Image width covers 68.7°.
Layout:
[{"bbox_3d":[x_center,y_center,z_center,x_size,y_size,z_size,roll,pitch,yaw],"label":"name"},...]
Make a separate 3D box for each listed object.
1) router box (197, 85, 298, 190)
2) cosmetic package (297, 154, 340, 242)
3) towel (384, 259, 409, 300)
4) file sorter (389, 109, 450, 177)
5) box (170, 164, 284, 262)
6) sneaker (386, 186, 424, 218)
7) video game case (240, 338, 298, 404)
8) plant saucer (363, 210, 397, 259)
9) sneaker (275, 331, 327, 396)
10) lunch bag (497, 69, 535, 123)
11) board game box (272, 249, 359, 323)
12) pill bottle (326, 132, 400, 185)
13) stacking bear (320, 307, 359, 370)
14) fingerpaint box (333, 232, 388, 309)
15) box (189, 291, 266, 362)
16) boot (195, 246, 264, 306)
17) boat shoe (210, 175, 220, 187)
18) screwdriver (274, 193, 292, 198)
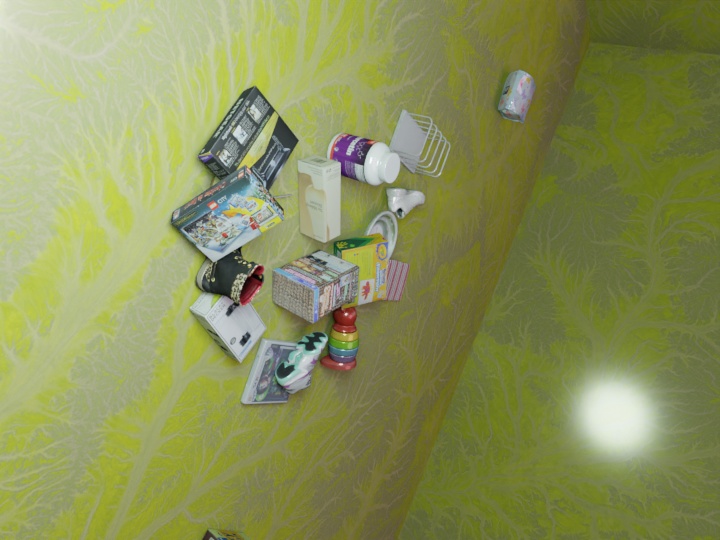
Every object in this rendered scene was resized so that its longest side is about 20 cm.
[{"bbox_3d":[-0.236,-0.265,1.140,0.158,0.051,0.204,48,55,-36],"label":"router box"},{"bbox_3d":[-0.110,-0.191,1.406,0.070,0.103,0.207,-28,128,-44],"label":"cosmetic package"},{"bbox_3d":[0.121,0.036,1.971,0.198,0.029,0.152,9,99,-61],"label":"towel"},{"bbox_3d":[0.203,-0.414,1.753,0.198,0.122,0.143,24,88,-59],"label":"file sorter"},{"bbox_3d":[-0.276,-0.114,1.105,0.195,0.038,0.137,-27,133,14],"label":"box"},{"bbox_3d":[0.151,-0.230,1.814,0.196,0.076,0.104,-3,102,-47],"label":"sneaker"},{"bbox_3d":[-0.248,0.296,1.535,0.198,0.023,0.188,20,90,-59],"label":"video game case"},{"bbox_3d":[0.053,-0.103,1.760,0.199,0.049,0.206,-36,135,-44],"label":"plant saucer"},{"bbox_3d":[-0.164,0.288,1.580,0.199,0.077,0.143,-41,140,-24],"label":"sneaker"},{"bbox_3d":[0.683,-0.766,2.313,0.199,0.124,0.175,-3,113,-67],"label":"lunch bag"},{"bbox_3d":[-0.122,0.037,1.460,0.198,0.156,0.100,-27,130,-47],"label":"board game box"},{"bbox_3d":[0.009,-0.301,1.436,0.111,0.196,0.116,-33,134,-43],"label":"pill bottle"},{"bbox_3d":[-0.056,0.208,1.716,0.120,0.111,0.208,-15,115,-53],"label":"stacking bear"},{"bbox_3d":[0.000,0.000,1.656,0.161,0.073,0.207,-13,121,-23],"label":"fingerpaint box"},{"bbox_3d":[-0.319,0.119,1.289,0.118,0.059,0.203,-52,144,-27],"label":"box"},{"bbox_3d":[-0.274,-0.026,1.192,0.204,0.147,0.073,-61,147,-13],"label":"boot"},{"bbox_3d":[-0.251,-0.203,1.212,0.198,0.061,0.076,-35,135,-43],"label":"boat shoe"},{"bbox_3d":[-0.235,-0.172,1.285,0.197,0.027,0.030,-11,88,-51],"label":"screwdriver"}]
